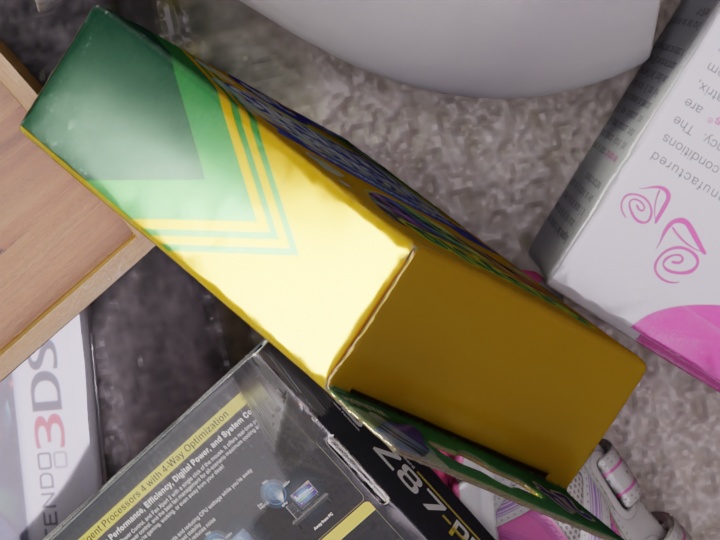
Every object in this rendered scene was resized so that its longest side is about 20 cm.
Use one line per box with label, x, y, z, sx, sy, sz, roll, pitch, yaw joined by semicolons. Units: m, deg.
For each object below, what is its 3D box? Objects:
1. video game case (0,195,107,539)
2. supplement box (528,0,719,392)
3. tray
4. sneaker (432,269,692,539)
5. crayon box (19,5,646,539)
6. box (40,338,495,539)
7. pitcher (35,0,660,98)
video game case;-0.187;0.073;1.002;0.199;0.023;0.183;-5;96;0
supplement box;0.150;-0.059;0.949;0.101;0.103;0.200;32;94;-4
tray;-0.171;0.016;0.968;0.200;0.037;0.099;-41;96;4
sneaker;0.073;0.096;0.982;0.088;0.081;0.201;-7;103;-3
crayon box;0.000;0.000;0.891;0.200;0.126;0.052;39;99;41
box;-0.042;0.140;0.946;0.161;0.049;0.200;46;110;-2
pitcher;0.006;-0.147;0.941;0.199;0.121;0.172;10;75;4
